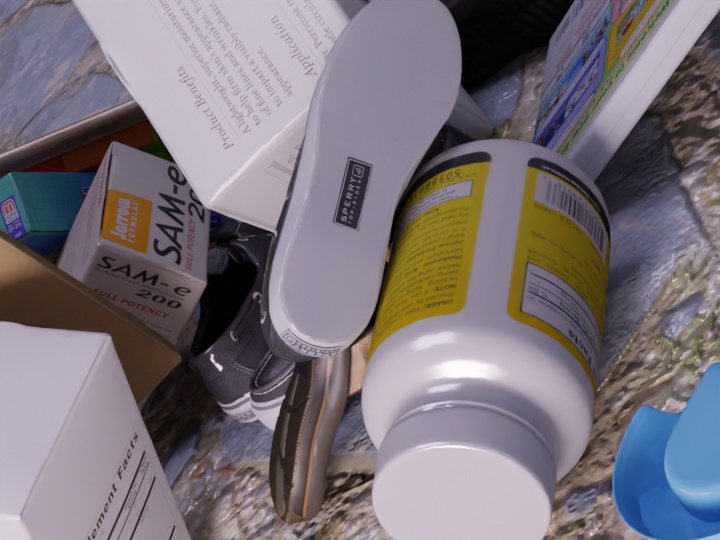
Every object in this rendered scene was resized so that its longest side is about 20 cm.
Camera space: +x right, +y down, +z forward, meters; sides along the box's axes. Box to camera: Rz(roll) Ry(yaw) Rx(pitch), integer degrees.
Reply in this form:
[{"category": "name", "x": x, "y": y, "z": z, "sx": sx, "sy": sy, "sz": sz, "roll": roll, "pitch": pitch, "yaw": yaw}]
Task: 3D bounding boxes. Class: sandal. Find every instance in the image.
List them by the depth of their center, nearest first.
[{"category": "sandal", "x": -0.003, "y": 0.040, "z": 1.079, "sx": 0.082, "sy": 0.054, "sz": 0.201, "roll": -153, "pitch": 74, "yaw": -77}]

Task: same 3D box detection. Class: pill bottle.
[{"category": "pill bottle", "x": 0.059, "y": 0.039, "z": 0.969, "sx": 0.111, "sy": 0.111, "sz": 0.201, "roll": -29, "pitch": 30, "yaw": 32}]

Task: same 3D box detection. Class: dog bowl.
[{"category": "dog bowl", "x": 0.185, "y": 0.043, "z": 0.846, "sx": 0.111, "sy": 0.050, "sz": 0.201, "roll": -1, "pitch": 51, "yaw": 56}]

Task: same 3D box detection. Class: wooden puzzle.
[{"category": "wooden puzzle", "x": -0.195, "y": -0.061, "z": 1.413, "sx": 0.199, "sy": 0.037, "sz": 0.185, "roll": -17, "pitch": -12, "yaw": 2}]

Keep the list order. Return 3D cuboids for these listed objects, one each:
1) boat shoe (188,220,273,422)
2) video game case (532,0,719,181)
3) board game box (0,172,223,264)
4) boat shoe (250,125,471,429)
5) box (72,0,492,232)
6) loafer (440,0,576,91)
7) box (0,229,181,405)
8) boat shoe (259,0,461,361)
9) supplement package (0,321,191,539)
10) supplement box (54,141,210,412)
[{"category": "boat shoe", "x": -0.075, "y": 0.010, "z": 1.264, "sx": 0.070, "sy": 0.066, "sz": 0.201, "roll": -31, "pitch": 29, "yaw": 27}, {"category": "video game case", "x": 0.147, "y": -0.136, "z": 1.104, "sx": 0.183, "sy": 0.022, "sz": 0.200, "roll": -76, "pitch": 14, "yaw": -46}, {"category": "board game box", "x": -0.214, "y": -0.017, "z": 1.395, "sx": 0.152, "sy": 0.045, "sz": 0.200, "roll": -28, "pitch": -13, "yaw": 31}, {"category": "boat shoe", "x": 0.000, "y": 0.000, "z": 1.148, "sx": 0.200, "sy": 0.066, "sz": 0.070, "roll": -44, "pitch": 25, "yaw": 4}, {"category": "box", "x": -0.052, "y": -0.135, "z": 1.202, "sx": 0.131, "sy": 0.200, "sz": 0.199, "roll": -39, "pitch": 69, "yaw": 13}, {"category": "loafer", "x": 0.100, "y": -0.179, "z": 1.264, "sx": 0.199, "sy": 0.073, "sz": 0.072, "roll": -23, "pitch": 36, "yaw": 40}, {"category": "box", "x": -0.215, "y": 0.059, "z": 1.092, "sx": 0.163, "sy": 0.200, "sz": 0.021, "roll": -45, "pitch": 46, "yaw": 7}, {"category": "boat shoe", "x": -0.006, "y": -0.048, "z": 1.005, "sx": 0.057, "sy": 0.068, "sz": 0.201, "roll": -37, "pitch": 31, "yaw": 64}, {"category": "supplement package", "x": -0.175, "y": 0.136, "z": 1.046, "sx": 0.120, "sy": 0.201, "sz": 0.120, "roll": 4, "pitch": 47, "yaw": 20}, {"category": "supplement box", "x": -0.163, "y": 0.039, "z": 1.270, "sx": 0.126, "sy": 0.073, "sz": 0.201, "roll": -94, "pitch": 28, "yaw": -57}]
